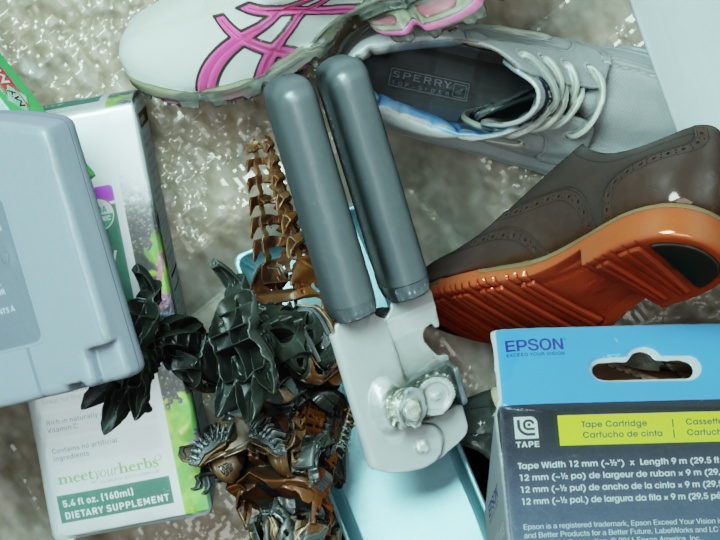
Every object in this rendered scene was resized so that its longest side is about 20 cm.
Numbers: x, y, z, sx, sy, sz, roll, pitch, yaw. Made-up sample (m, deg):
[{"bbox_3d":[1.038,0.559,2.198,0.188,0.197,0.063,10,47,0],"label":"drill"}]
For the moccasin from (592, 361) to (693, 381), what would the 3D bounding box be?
[{"bbox_3d":[0.193,0.064,1.390,0.200,0.074,0.078,12,83,1],"label":"moccasin"}]

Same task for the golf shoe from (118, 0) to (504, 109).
[{"bbox_3d":[-0.032,-0.139,1.307,0.199,0.073,0.092,-19,127,24],"label":"golf shoe"}]

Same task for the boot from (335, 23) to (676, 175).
[{"bbox_3d":[0.085,-0.076,1.358,0.198,0.096,0.074,7,97,-2],"label":"boot"}]

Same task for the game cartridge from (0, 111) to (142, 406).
[{"bbox_3d":[-0.199,0.001,1.289,0.199,0.040,0.134,-13,100,28],"label":"game cartridge"}]

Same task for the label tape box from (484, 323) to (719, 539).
[{"bbox_3d":[0.133,0.127,1.316,0.142,0.066,0.201,-1,62,-6],"label":"label tape box"}]

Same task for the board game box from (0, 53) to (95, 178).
[{"bbox_3d":[-0.230,-0.033,1.341,0.200,0.029,0.135,-43,81,27],"label":"board game box"}]

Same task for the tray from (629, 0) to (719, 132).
[{"bbox_3d":[0.193,-0.092,1.330,0.107,0.022,0.201,-33,54,25],"label":"tray"}]

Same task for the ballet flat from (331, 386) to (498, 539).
[{"bbox_3d":[0.021,0.128,1.401,0.200,0.057,0.067,-39,97,4],"label":"ballet flat"}]

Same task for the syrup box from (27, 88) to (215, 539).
[{"bbox_3d":[-0.125,0.019,1.374,0.078,0.081,0.201,-10,98,1],"label":"syrup box"}]

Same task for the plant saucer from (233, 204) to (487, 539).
[{"bbox_3d":[0.007,0.072,1.383,0.070,0.019,0.201,-23,76,2],"label":"plant saucer"}]

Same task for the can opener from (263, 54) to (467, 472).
[{"bbox_3d":[0.000,0.000,1.312,0.052,0.066,0.201,-22,111,-15],"label":"can opener"}]

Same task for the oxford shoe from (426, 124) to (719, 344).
[{"bbox_3d":[0.100,-0.014,1.350,0.071,0.199,0.073,30,58,-35],"label":"oxford shoe"}]

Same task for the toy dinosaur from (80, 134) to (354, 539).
[{"bbox_3d":[-0.050,0.046,1.326,0.102,0.135,0.201,-30,67,27],"label":"toy dinosaur"}]
